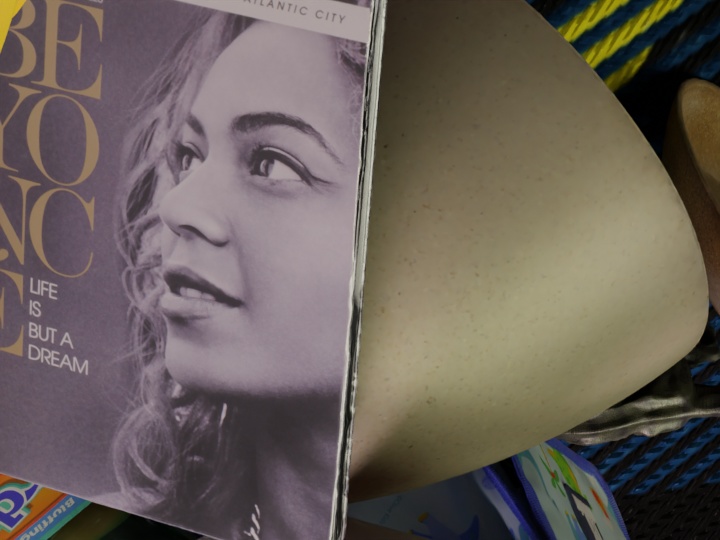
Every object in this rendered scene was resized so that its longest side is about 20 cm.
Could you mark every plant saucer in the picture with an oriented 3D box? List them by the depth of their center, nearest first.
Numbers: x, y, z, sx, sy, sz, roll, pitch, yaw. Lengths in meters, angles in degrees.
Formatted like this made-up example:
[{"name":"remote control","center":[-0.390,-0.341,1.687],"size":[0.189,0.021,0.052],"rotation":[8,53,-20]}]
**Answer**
[{"name":"plant saucer","center":[0.193,0.004,1.326],"size":[0.035,0.200,0.200],"rotation":[-37,156,20]}]

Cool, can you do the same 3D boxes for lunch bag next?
[{"name":"lunch bag","center":[0.041,0.119,1.248],"size":[0.127,0.200,0.170],"rotation":[-57,152,-3]}]

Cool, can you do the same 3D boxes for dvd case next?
[{"name":"dvd case","center":[-0.067,-0.013,0.929],"size":[0.016,0.149,0.200],"rotation":[-37,137,-57]}]

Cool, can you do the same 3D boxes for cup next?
[{"name":"cup","center":[0.000,0.000,1.022],"size":[0.143,0.200,0.200],"rotation":[-42,153,-21]}]

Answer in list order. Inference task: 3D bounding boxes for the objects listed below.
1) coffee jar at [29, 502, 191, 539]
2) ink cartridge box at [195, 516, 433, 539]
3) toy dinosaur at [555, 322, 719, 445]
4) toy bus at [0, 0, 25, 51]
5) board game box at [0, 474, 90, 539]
[{"name":"coffee jar","center":[-0.069,0.160,1.166],"size":[0.085,0.200,0.104],"rotation":[-49,158,-33]},{"name":"ink cartridge box","center":[0.052,0.122,1.031],"size":[0.200,0.044,0.174],"rotation":[19,151,-32]},{"name":"toy dinosaur","center":[0.142,0.055,1.418],"size":[0.200,0.088,0.048],"rotation":[-7,109,-3]},{"name":"toy bus","center":[-0.107,-0.153,0.703],"size":[0.192,0.200,0.136],"rotation":[-30,151,-42]},{"name":"board game box","center":[-0.140,0.036,1.065],"size":[0.152,0.045,0.200],"rotation":[-41,153,-10]}]
